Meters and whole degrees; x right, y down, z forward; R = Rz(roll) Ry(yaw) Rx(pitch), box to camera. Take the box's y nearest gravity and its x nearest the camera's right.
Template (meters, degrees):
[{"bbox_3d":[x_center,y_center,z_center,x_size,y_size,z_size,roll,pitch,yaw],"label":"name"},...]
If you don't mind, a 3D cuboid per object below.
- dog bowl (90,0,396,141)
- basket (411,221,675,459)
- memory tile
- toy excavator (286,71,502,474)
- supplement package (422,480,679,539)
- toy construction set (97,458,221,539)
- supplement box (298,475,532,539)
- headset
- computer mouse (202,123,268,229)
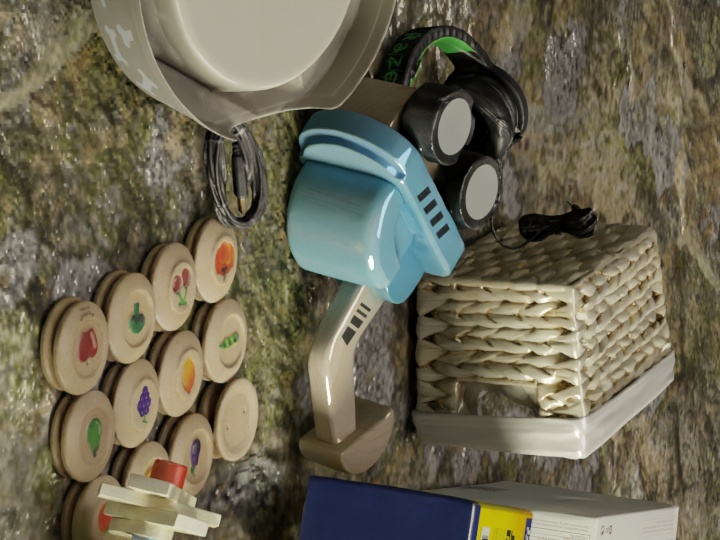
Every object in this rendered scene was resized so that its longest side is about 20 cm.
[{"bbox_3d":[-0.063,-0.170,1.274,0.200,0.059,0.201,-16,112,-45],"label":"dog bowl"},{"bbox_3d":[0.132,0.043,1.701,0.200,0.135,0.124,-30,120,-60],"label":"basket"},{"bbox_3d":[-0.113,0.064,1.323,0.200,0.017,0.154,-36,128,-58],"label":"memory tile"},{"bbox_3d":[0.000,0.000,1.481,0.200,0.100,0.195,-56,143,-24],"label":"toy excavator"},{"bbox_3d":[0.124,0.262,1.715,0.191,0.147,0.201,7,89,-65],"label":"supplement package"},{"bbox_3d":[-0.137,0.186,1.208,0.200,0.092,0.131,-63,150,-3],"label":"toy construction set"},{"bbox_3d":[0.035,0.196,1.521,0.200,0.109,0.110,26,72,-74],"label":"supplement box"},{"bbox_3d":[0.083,-0.081,1.618,0.200,0.094,0.124,49,51,-43],"label":"headset"},{"bbox_3d":[-0.073,-0.122,1.348,0.059,0.034,0.201,-11,108,-48],"label":"computer mouse"}]
